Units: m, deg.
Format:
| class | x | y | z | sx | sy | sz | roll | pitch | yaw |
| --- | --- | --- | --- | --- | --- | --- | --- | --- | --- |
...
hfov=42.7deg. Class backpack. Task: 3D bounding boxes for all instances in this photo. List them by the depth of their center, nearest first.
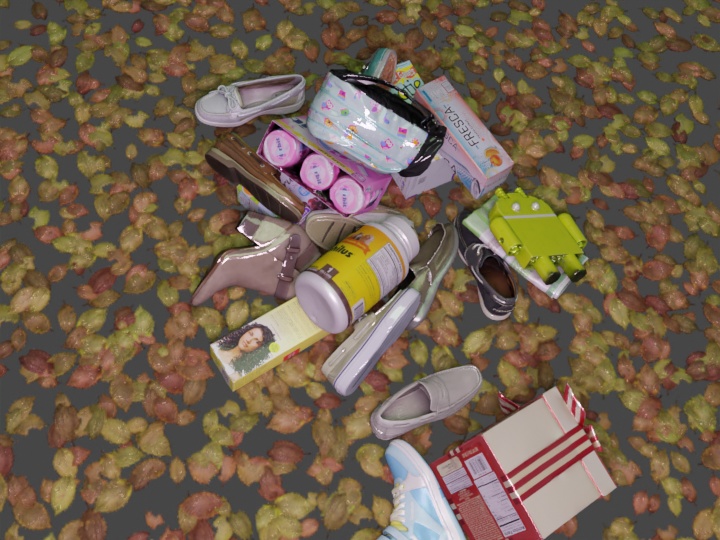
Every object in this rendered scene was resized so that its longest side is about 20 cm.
| class | x | y | z | sx | sy | sz | roll | pitch | yaw |
| --- | --- | --- | --- | --- | --- | --- | --- | --- | --- |
| backpack | 0.017 | -0.228 | 1.434 | 0.198 | 0.167 | 0.128 | 27 | 93 | -17 |

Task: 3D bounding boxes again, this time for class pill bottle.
| class | x | y | z | sx | sy | sz | roll | pitch | yaw |
| --- | --- | --- | --- | --- | --- | --- | --- | --- | --- |
| pill bottle | 0.000 | 0.000 | 1.432 | 0.109 | 0.110 | 0.199 | 43 | 59 | 14 |

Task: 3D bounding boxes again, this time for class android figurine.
| class | x | y | z | sx | sy | sz | roll | pitch | yaw |
| --- | --- | --- | --- | --- | --- | --- | --- | --- | --- |
| android figurine | 0.291 | -0.063 | 1.529 | 0.180 | 0.041 | 0.201 | -3 | 50 | -32 |

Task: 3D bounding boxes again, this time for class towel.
| class | x | y | z | sx | sy | sz | roll | pitch | yaw |
| --- | --- | --- | --- | --- | --- | --- | --- | --- | --- |
| towel | 0.281 | -0.049 | 1.554 | 0.200 | 0.031 | 0.149 | 41 | 38 | 11 |

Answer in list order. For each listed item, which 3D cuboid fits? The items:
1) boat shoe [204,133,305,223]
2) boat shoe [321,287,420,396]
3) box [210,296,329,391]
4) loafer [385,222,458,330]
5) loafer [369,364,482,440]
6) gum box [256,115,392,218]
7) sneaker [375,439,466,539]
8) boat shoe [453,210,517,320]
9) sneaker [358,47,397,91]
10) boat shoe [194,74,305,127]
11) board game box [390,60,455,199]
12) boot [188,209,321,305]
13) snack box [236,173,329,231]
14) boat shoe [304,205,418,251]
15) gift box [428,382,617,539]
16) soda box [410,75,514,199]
| class | x | y | z | sx | sy | sz | roll | pitch | yaw |
| --- | --- | --- | --- | --- | --- | --- | --- | --- | --- |
| boat shoe | -0.160 | -0.158 | 1.499 | 0.199 | 0.072 | 0.068 | 37 | 70 | 12 |
| boat shoe | 0.015 | 0.100 | 1.429 | 0.062 | 0.072 | 0.201 | 38 | 87 | 19 |
| box | -0.133 | 0.105 | 1.444 | 0.199 | 0.050 | 0.076 | -31 | 72 | -21 |
| loafer | 0.100 | -0.003 | 1.507 | 0.069 | 0.075 | 0.202 | 32 | 63 | -15 |
| loafer | 0.106 | 0.199 | 1.419 | 0.198 | 0.070 | 0.070 | -27 | 70 | -19 |
| gum box | -0.052 | -0.165 | 1.477 | 0.199 | 0.067 | 0.113 | 36 | 24 | 14 |
| sneaker | 0.058 | 0.354 | 1.333 | 0.129 | 0.080 | 0.201 | -23 | 68 | -19 |
| boat shoe | 0.212 | -0.021 | 1.544 | 0.071 | 0.068 | 0.202 | -14 | 65 | -11 |
| sneaker | -0.008 | -0.286 | 1.544 | 0.079 | 0.071 | 0.202 | 26 | 94 | 20 |
| boat shoe | -0.194 | -0.306 | 1.628 | 0.199 | 0.065 | 0.075 | -10 | 65 | -12 |
| board game box | 0.082 | -0.247 | 1.615 | 0.102 | 0.105 | 0.201 | -23 | 70 | -18 |
| boot | -0.162 | 0.006 | 1.475 | 0.145 | 0.070 | 0.201 | 34 | 97 | -15 |
| snack box | -0.093 | -0.151 | 1.572 | 0.142 | 0.053 | 0.200 | 39 | 67 | 13 |
| boat shoe | -0.003 | -0.073 | 1.533 | 0.198 | 0.075 | 0.069 | 8 | 40 | -24 |
| gift box | 0.232 | 0.272 | 1.313 | 0.185 | 0.184 | 0.202 | -21 | 80 | -34 |
| soda box | 0.163 | -0.220 | 1.517 | 0.063 | 0.069 | 0.201 | -28 | 72 | -22 |
